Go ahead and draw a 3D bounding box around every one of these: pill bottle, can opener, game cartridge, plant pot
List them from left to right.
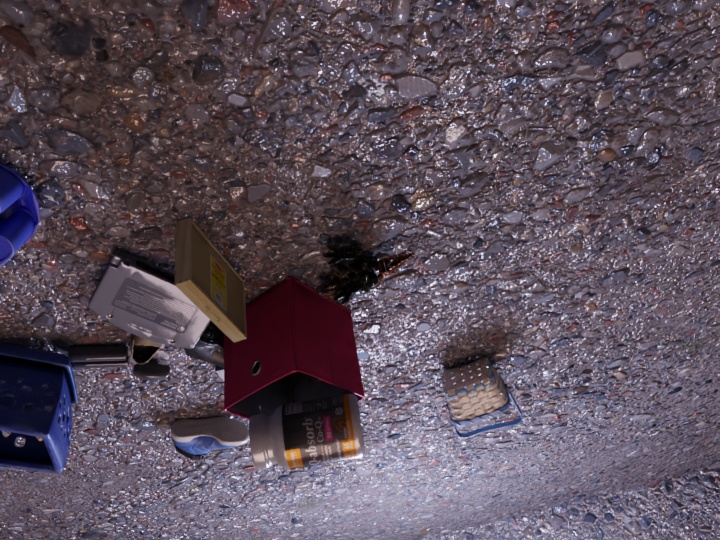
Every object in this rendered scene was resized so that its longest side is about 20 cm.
[{"bbox_3d":[-0.660,0.261,1.220,0.198,0.181,0.201,11,141,-9],"label":"plant pot"},{"bbox_3d":[-0.489,0.184,1.280,0.197,0.067,0.053,4,141,-10],"label":"can opener"},{"bbox_3d":[-0.362,0.060,1.105,0.199,0.041,0.134,28,111,-24],"label":"game cartridge"},{"bbox_3d":[-0.095,0.295,1.138,0.197,0.117,0.117,-9,144,-2],"label":"pill bottle"}]

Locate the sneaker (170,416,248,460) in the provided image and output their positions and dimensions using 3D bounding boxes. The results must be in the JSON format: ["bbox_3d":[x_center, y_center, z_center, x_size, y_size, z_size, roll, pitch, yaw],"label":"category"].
[{"bbox_3d":[-0.387,0.439,1.631,0.197,0.077,0.112,2,137,-9],"label":"sneaker"}]

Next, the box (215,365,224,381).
[{"bbox_3d":[-0.231,0.244,1.440,0.135,0.038,0.201,-13,144,4],"label":"box"}]

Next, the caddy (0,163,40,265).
[{"bbox_3d":[-0.556,-0.078,0.872,0.197,0.105,0.143,-4,122,-8],"label":"caddy"}]

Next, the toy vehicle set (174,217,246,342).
[{"bbox_3d":[-0.248,0.020,1.058,0.026,0.125,0.201,-17,144,9],"label":"toy vehicle set"}]

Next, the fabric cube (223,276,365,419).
[{"bbox_3d":[-0.134,0.169,1.226,0.195,0.201,0.199,-30,140,27],"label":"fabric cube"}]

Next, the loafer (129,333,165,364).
[{"bbox_3d":[-0.388,0.109,1.191,0.075,0.068,0.201,10,137,-25],"label":"loafer"}]

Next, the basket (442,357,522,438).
[{"bbox_3d":[0.300,0.328,1.580,0.175,0.139,0.202,-19,113,12],"label":"basket"}]

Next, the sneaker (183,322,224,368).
[{"bbox_3d":[-0.304,0.155,1.286,0.090,0.077,0.200,-21,134,26],"label":"sneaker"}]

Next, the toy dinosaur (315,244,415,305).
[{"bbox_3d":[0.000,0.000,1.142,0.200,0.103,0.135,-43,158,18],"label":"toy dinosaur"}]
